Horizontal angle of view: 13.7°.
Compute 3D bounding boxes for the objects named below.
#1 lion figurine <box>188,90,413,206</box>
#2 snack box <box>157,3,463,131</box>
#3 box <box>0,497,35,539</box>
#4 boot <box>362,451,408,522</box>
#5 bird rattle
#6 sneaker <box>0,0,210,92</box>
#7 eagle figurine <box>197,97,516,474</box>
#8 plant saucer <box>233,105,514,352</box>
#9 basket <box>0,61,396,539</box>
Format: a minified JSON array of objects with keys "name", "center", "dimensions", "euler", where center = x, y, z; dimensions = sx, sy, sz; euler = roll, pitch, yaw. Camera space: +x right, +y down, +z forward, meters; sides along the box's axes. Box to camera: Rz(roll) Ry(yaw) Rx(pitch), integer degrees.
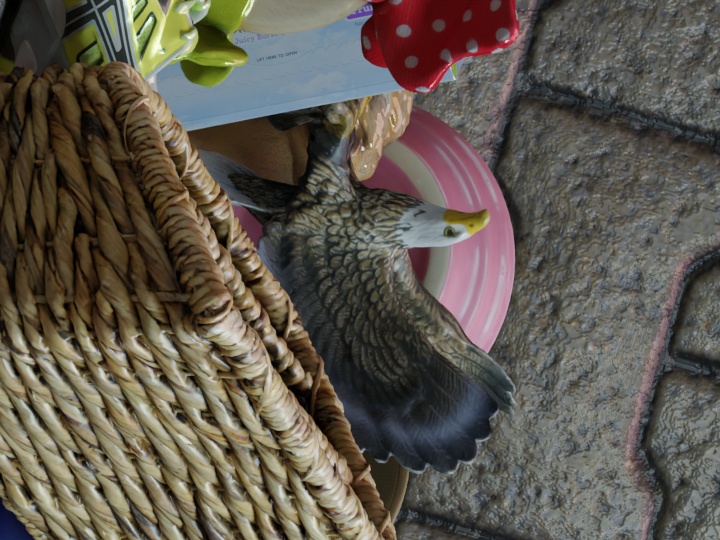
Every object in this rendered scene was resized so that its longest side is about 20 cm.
[{"name":"lion figurine","center":[-0.065,-0.058,1.642],"dimensions":[0.072,0.199,0.123],"euler":[-137,-144,-87]},{"name":"snack box","center":[-0.028,-0.132,1.514],"dimensions":[0.200,0.168,0.068],"euler":[-71,150,-71]},{"name":"box","center":[-0.136,0.109,1.231],"dimensions":[0.200,0.032,0.122],"euler":[-68,174,-61]},{"name":"boot","center":[-0.046,0.180,1.541],"dimensions":[0.200,0.072,0.155],"euler":[-59,173,-24]},{"name":"bird rattle","center":[-0.029,-0.153,1.341],"dimensions":[0.113,0.199,0.164],"euler":[-70,151,-69]},{"name":"sneaker","center":[-0.093,-0.126,1.176],"dimensions":[0.076,0.076,0.201],"euler":[-68,173,-52]},{"name":"eagle figurine","center":[0.005,0.000,1.535],"dimensions":[0.151,0.151,0.201],"euler":[6,-70,59]},{"name":"plant saucer","center":[-0.014,-0.006,1.693],"dimensions":[0.051,0.200,0.201],"euler":[39,66,-67]},{"name":"basket","center":[-0.064,0.015,1.095],"dimensions":[0.200,0.148,0.143],"euler":[59,37,-47]}]
